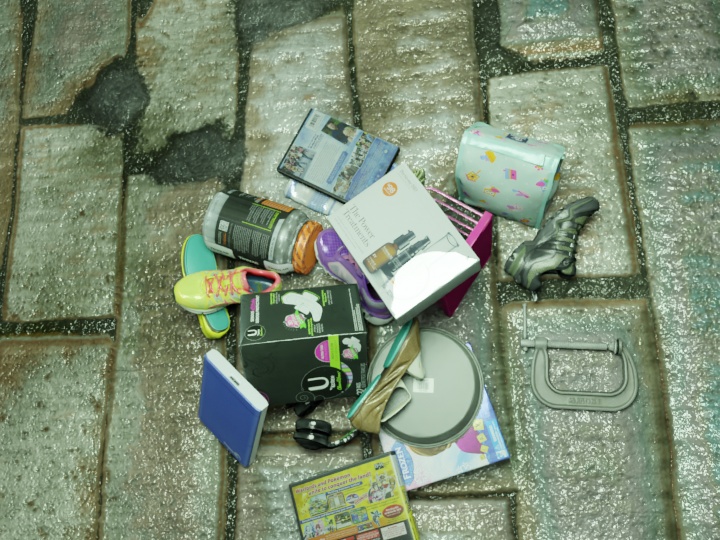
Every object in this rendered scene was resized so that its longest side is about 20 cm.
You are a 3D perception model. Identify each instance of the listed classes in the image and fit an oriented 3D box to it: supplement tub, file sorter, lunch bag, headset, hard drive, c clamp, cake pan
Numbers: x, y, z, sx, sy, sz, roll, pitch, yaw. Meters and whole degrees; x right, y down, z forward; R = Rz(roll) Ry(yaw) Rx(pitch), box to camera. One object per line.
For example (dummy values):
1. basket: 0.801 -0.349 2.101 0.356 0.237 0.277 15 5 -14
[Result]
1. supplement tub: -0.176 -0.067 1.232 0.198 0.123 0.124 18 78 14
2. file sorter: 0.132 -0.032 1.129 0.125 0.200 0.140 32 82 17
3. lunch bag: 0.253 -0.172 1.148 0.169 0.200 0.123 21 79 15
4. headset: -0.090 0.254 1.168 0.198 0.094 0.125 -10 68 -9
5. hard drive: -0.217 0.234 1.123 0.132 0.201 0.025 41 51 18
6. c clamp: 0.364 0.149 1.130 0.198 0.027 0.173 7 76 12
7. cake pan: 0.104 0.189 1.114 0.198 0.037 0.202 -3 73 9

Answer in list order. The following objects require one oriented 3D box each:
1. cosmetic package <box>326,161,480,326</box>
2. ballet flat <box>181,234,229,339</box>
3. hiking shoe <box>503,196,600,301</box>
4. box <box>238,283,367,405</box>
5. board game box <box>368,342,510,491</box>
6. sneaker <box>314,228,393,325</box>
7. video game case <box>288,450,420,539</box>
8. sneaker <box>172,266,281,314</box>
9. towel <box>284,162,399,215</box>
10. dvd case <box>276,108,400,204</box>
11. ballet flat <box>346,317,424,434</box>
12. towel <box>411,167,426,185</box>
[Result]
1. cosmetic package: 0.063 -0.042 1.017 0.150 0.052 0.201 -35 69 -1
2. ballet flat: -0.295 0.034 1.255 0.066 0.067 0.202 -10 73 -32
3. hiking shoe: 0.348 -0.039 1.169 0.200 0.076 0.101 -42 80 6
4. box: -0.093 0.123 1.109 0.198 0.150 0.125 -5 38 -4
5. board game box: 0.125 0.248 1.135 0.198 0.041 0.202 -20 72 4
6. sneaker: 0.000 0.000 1.180 0.080 0.089 0.200 -38 83 -19
7. video game case: -0.008 0.412 1.098 0.198 0.025 0.182 -23 72 18
8. sneaker: -0.231 0.025 1.194 0.198 0.090 0.079 -5 72 -22
9. towel: -0.035 -0.172 1.289 0.199 0.024 0.148 24 81 15
10. dvd case: -0.043 -0.210 1.279 0.199 0.018 0.144 26 81 14
11. ballet flat: 0.057 0.174 1.079 0.072 0.068 0.201 33 81 -3
12. towel: 0.060 -0.092 1.161 0.036 0.200 0.149 32 82 0
